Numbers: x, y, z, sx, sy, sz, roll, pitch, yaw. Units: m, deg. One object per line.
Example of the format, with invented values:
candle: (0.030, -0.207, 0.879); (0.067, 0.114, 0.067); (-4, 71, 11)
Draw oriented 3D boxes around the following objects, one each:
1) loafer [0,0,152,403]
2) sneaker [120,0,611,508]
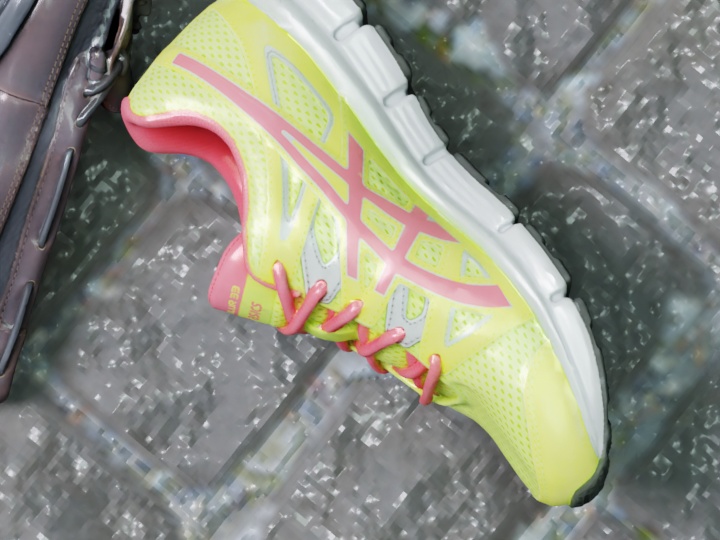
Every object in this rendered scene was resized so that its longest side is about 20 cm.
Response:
loafer: (-0.103, -0.051, 0.910); (0.063, 0.072, 0.201); (25, 96, -17)
sneaker: (0.000, 0.000, 0.888); (0.090, 0.078, 0.200); (-34, 77, -15)
